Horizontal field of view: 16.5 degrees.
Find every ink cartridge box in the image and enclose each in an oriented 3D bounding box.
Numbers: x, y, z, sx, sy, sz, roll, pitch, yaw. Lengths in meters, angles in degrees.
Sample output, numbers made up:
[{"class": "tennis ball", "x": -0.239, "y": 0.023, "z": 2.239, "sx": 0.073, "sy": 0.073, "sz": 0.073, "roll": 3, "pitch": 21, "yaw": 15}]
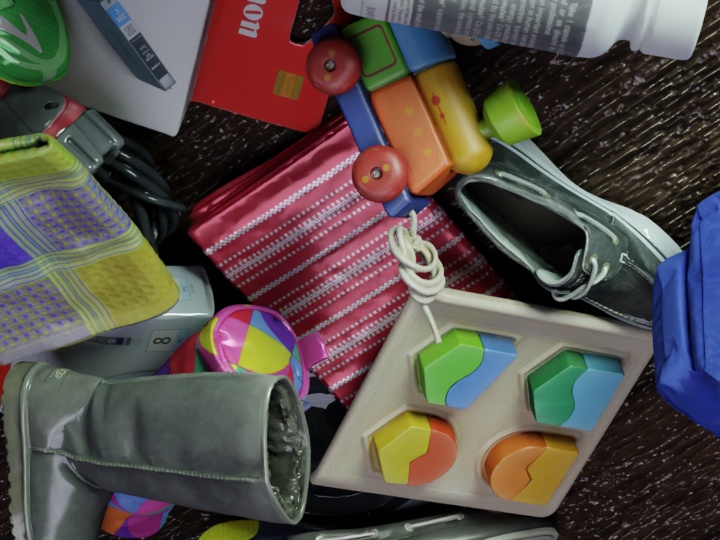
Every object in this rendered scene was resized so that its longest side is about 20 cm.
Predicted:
[{"class": "ink cartridge box", "x": -0.211, "y": 0.060, "z": 1.656, "sx": 0.200, "sy": 0.047, "sz": 0.160, "roll": -2, "pitch": 147, "yaw": -19}, {"class": "ink cartridge box", "x": -0.092, "y": -0.167, "z": 1.500, "sx": 0.176, "sy": 0.045, "sz": 0.200, "roll": 17, "pitch": 132, "yaw": -1}]

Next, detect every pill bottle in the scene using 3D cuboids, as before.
[{"class": "pill bottle", "x": 0.095, "y": -0.182, "z": 1.395, "sx": 0.200, "sy": 0.113, "sz": 0.113, "roll": 11, "pitch": 132, "yaw": 1}]

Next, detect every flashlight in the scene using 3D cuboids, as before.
[{"class": "flashlight", "x": -0.237, "y": -0.123, "z": 1.516, "sx": 0.200, "sy": 0.068, "sz": 0.068, "roll": 44, "pitch": 136, "yaw": -3}]

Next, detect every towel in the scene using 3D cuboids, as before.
[{"class": "towel", "x": 0.000, "y": 0.000, "z": 1.614, "sx": 0.145, "sy": 0.022, "sz": 0.200, "roll": -33, "pitch": 114, "yaw": 19}, {"class": "towel", "x": -0.207, "y": -0.010, "z": 1.513, "sx": 0.144, "sy": 0.023, "sz": 0.200, "roll": -15, "pitch": 145, "yaw": 11}]

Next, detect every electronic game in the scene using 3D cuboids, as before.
[{"class": "electronic game", "x": -0.024, "y": 0.100, "z": 1.715, "sx": 0.200, "sy": 0.042, "sz": 0.200, "roll": 4, "pitch": 124, "yaw": 6}]

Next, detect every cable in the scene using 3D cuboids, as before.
[{"class": "cable", "x": -0.210, "y": -0.062, "z": 1.621, "sx": 0.200, "sy": 0.051, "sz": 0.163, "roll": 6, "pitch": 127, "yaw": 13}]

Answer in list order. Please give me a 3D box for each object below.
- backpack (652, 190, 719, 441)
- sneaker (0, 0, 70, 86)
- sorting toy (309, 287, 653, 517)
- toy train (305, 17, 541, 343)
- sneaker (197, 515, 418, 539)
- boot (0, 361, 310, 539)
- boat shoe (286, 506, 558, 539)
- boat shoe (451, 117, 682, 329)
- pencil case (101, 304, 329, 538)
[{"class": "backpack", "x": 0.287, "y": 0.046, "z": 1.526, "sx": 0.168, "sy": 0.163, "sz": 0.200, "roll": -25, "pitch": 133, "yaw": 38}, {"class": "sneaker", "x": -0.214, "y": -0.197, "z": 1.445, "sx": 0.084, "sy": 0.074, "sz": 0.200, "roll": 11, "pitch": 125, "yaw": 50}, {"class": "sorting toy", "x": 0.085, "y": 0.096, "z": 1.645, "sx": 0.185, "sy": 0.036, "sz": 0.200, "roll": 10, "pitch": 132, "yaw": -24}, {"class": "toy train", "x": 0.058, "y": -0.071, "z": 1.476, "sx": 0.116, "sy": 0.085, "sz": 0.200, "roll": -25, "pitch": 84, "yaw": 16}, {"class": "sneaker", "x": -0.020, "y": 0.222, "z": 1.804, "sx": 0.200, "sy": 0.074, "sz": 0.082, "roll": 2, "pitch": 145, "yaw": 6}, {"class": "boot", "x": -0.126, "y": 0.138, "z": 1.581, "sx": 0.200, "sy": 0.073, "sz": 0.182, "roll": 4, "pitch": 119, "yaw": 19}, {"class": "boat shoe", "x": 0.042, "y": 0.190, "z": 1.740, "sx": 0.200, "sy": 0.057, "sz": 0.067, "roll": -12, "pitch": 153, "yaw": -21}, {"class": "boat shoe", "x": 0.129, "y": -0.013, "z": 1.563, "sx": 0.200, "sy": 0.071, "sz": 0.072, "roll": 34, "pitch": 129, "yaw": -17}, {"class": "pencil case", "x": -0.111, "y": 0.101, "z": 1.639, "sx": 0.088, "sy": 0.088, "sz": 0.200, "roll": 36, "pitch": 130, "yaw": -18}]
